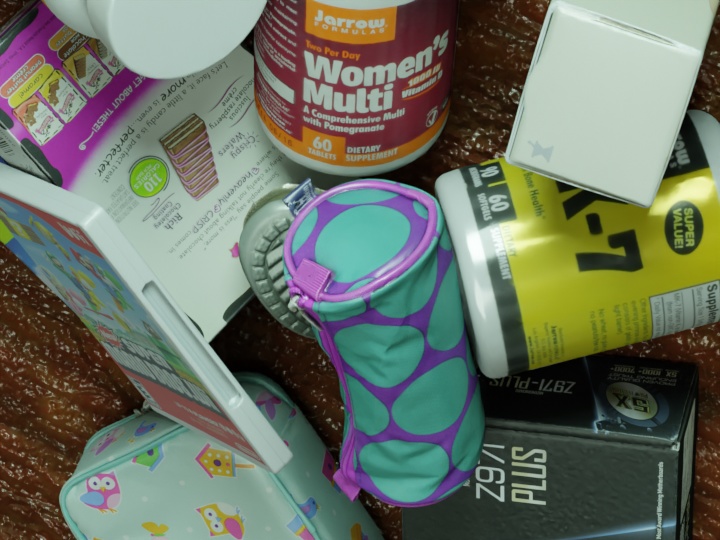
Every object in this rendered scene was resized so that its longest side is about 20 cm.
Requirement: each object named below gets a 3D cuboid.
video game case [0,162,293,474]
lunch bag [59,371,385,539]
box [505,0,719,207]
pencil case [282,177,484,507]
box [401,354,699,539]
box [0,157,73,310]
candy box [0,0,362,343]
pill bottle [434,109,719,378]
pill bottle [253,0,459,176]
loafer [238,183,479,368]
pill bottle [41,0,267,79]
[{"bbox_3d":[-0.129,0.025,1.533,0.143,0.017,0.200,22,153,53],"label":"video game case"},{"bbox_3d":[-0.083,0.163,1.688,0.160,0.077,0.200,-24,110,27],"label":"lunch bag"},{"bbox_3d":[0.136,-0.122,1.391,0.077,0.200,0.095,19,122,4],"label":"box"},{"bbox_3d":[0.013,0.040,1.461,0.092,0.085,0.200,-31,141,-13],"label":"pencil case"},{"bbox_3d":[0.111,0.152,1.622,0.163,0.086,0.201,6,120,13],"label":"box"},{"bbox_3d":[-0.153,-0.047,1.607,0.200,0.048,0.122,44,120,-12],"label":"box"},{"bbox_3d":[-0.114,-0.075,1.529,0.200,0.136,0.061,49,163,-12],"label":"candy box"},{"bbox_3d":[0.147,-0.020,1.472,0.199,0.114,0.115,-15,116,-1],"label":"pill bottle"},{"bbox_3d":[-0.001,-0.152,1.435,0.109,0.110,0.201,13,142,8],"label":"pill bottle"},{"bbox_3d":[0.000,0.000,1.532,0.075,0.070,0.200,-41,138,17],"label":"loafer"},{"bbox_3d":[-0.134,-0.191,1.423,0.200,0.116,0.117,49,134,39],"label":"pill bottle"}]
